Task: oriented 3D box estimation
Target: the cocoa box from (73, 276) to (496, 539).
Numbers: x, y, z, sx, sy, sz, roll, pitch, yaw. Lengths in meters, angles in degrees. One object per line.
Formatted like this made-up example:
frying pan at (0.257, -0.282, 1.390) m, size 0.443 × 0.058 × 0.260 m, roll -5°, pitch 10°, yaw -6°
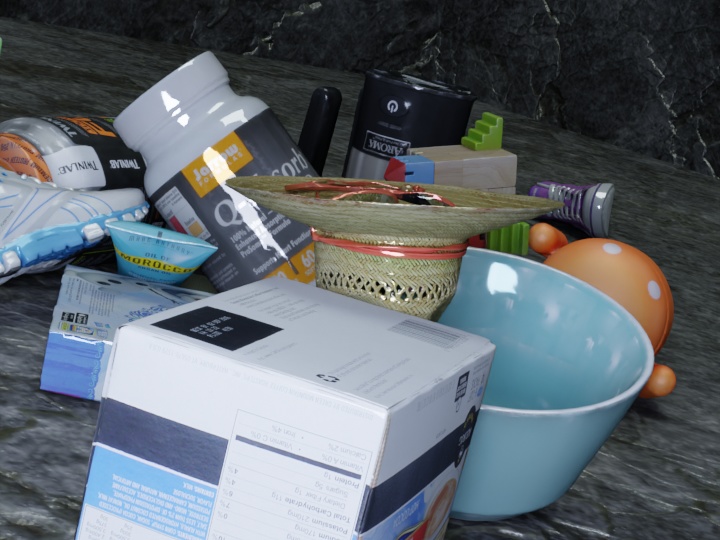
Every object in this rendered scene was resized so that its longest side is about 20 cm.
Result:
cocoa box at (-0.032, 0.092, 0.829) m, size 0.132 × 0.132 × 0.200 m, roll 16°, pitch 11°, yaw 15°

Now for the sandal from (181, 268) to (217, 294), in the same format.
sandal at (-0.065, 0.002, 1.405) m, size 0.199 × 0.081 × 0.057 m, roll -1°, pitch 10°, yaw -19°

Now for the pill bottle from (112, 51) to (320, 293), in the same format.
pill bottle at (-0.092, -0.058, 1.320) m, size 0.201 × 0.116 × 0.116 m, roll 54°, pitch 11°, yaw -4°

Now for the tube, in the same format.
tube at (-0.149, -0.012, 1.263) m, size 0.077 × 0.051 × 0.200 m, roll 7°, pitch -9°, yaw -8°

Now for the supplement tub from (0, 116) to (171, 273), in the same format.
supplement tub at (-0.238, -0.062, 1.398) m, size 0.122 × 0.124 × 0.200 m, roll 17°, pitch 12°, yaw 22°

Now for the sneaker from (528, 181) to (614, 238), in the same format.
sneaker at (0.274, -0.083, 2.275) m, size 0.113 × 0.073 × 0.200 m, roll 10°, pitch 0°, yaw 6°

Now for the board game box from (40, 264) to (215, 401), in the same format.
board game box at (-0.110, 0.054, 1.168) m, size 0.197 × 0.044 × 0.200 m, roll 11°, pitch 11°, yaw -8°

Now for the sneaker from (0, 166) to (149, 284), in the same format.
sneaker at (-0.237, -0.044, 1.248) m, size 0.075 × 0.087 × 0.199 m, roll -28°, pitch -4°, yaw 42°

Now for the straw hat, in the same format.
straw hat at (0.015, -0.003, 0.962) m, size 0.199 × 0.086 × 0.201 m, roll 4°, pitch 6°, yaw 0°

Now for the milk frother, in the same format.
milk frother at (0.047, -0.107, 1.788) m, size 0.180 × 0.190 × 0.199 m, roll 23°, pitch 15°, yaw 40°

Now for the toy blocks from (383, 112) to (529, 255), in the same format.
toy blocks at (0.051, -0.019, 1.387) m, size 0.136 × 0.202 × 0.100 m, roll -5°, pitch 18°, yaw -25°

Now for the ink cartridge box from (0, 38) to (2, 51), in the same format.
ink cartridge box at (-0.324, -0.068, 1.121) m, size 0.145 × 0.202 × 0.084 m, roll 18°, pitch 14°, yaw 25°

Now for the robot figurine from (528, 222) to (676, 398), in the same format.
robot figurine at (0.198, 0.033, 1.413) m, size 0.116 × 0.145 × 0.200 m, roll -2°, pitch -2°, yaw 13°

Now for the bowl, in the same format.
bowl at (0.067, 0.075, 1.041) m, size 0.199 × 0.106 × 0.201 m, roll 9°, pitch 26°, yaw -5°
